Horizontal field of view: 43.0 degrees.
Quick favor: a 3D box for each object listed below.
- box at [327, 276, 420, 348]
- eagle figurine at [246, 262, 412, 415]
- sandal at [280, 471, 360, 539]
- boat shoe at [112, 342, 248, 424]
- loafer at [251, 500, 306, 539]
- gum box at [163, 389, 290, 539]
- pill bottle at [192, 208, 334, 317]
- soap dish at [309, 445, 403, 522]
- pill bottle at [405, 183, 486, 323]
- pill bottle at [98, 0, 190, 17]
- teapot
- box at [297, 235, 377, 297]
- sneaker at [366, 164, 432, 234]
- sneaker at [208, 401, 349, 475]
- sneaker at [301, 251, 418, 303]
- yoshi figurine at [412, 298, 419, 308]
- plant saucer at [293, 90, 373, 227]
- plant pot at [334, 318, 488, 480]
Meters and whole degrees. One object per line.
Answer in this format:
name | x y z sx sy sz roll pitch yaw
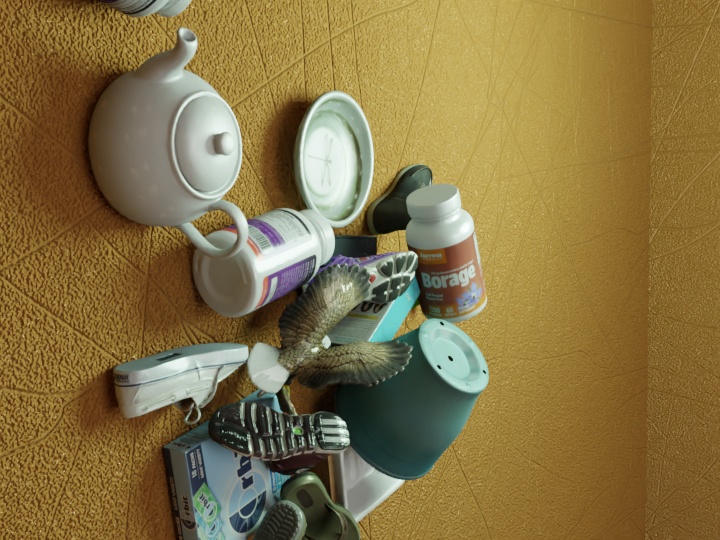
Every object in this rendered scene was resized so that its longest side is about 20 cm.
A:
box | 0.014 0.078 1.396 0.201 0.081 0.050 -55 136 -38
eagle figurine | -0.052 0.101 1.244 0.152 0.198 0.152 46 22 -31
sandal | -0.057 0.368 1.325 0.079 0.057 0.202 -36 133 -5
boat shoe | -0.216 0.145 1.132 0.201 0.074 0.088 -13 103 -54
loafer | -0.132 0.408 1.249 0.201 0.075 0.070 -54 155 1
gum box | -0.173 0.280 1.240 0.199 0.044 0.173 -25 114 -53
pill bottle | -0.122 -0.020 1.227 0.199 0.110 0.114 -27 115 -53
soap dish | -0.007 0.306 1.470 0.199 0.080 0.160 -24 114 -54
pill bottle | 0.132 -0.028 1.450 0.112 0.111 0.203 -43 127 -46
pill bottle | -0.266 -0.343 0.967 0.199 0.111 0.115 14 82 -57
teapot | -0.204 -0.139 1.056 0.199 0.144 0.201 34 65 -54
box | -0.036 0.046 1.431 0.159 0.043 0.204 -1 94 -57
sneaker | 0.103 -0.119 1.573 0.200 0.105 0.076 -49 132 -43
sneaker | -0.121 0.238 1.216 0.197 0.116 0.077 12 50 -26
sneaker | 0.000 0.000 1.347 0.197 0.083 0.082 -11 128 -33
yoshi figurine | 0.098 0.033 1.586 0.199 0.111 0.115 13 89 -54
plant saucer | -0.050 -0.167 1.380 0.199 0.049 0.204 -8 100 -57
plant pot | 0.090 0.184 1.397 0.198 0.188 0.202 26 37 -21
